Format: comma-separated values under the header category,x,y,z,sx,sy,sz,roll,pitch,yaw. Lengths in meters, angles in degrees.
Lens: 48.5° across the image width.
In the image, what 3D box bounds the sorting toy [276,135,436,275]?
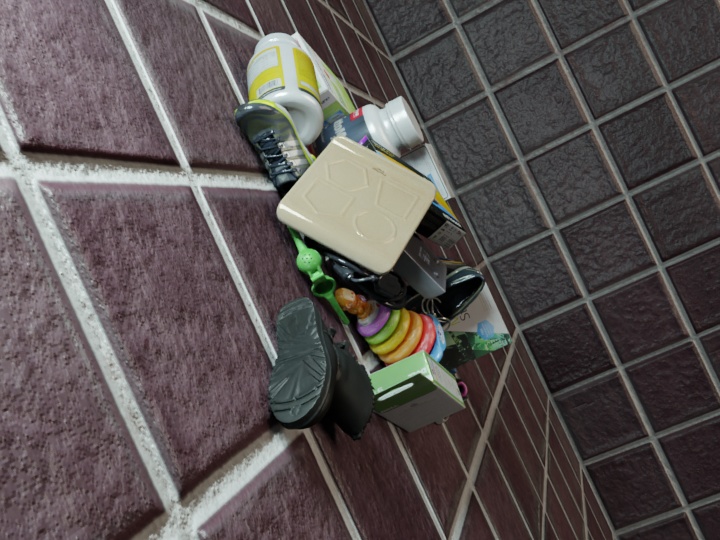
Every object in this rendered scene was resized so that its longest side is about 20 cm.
category,x,y,z,sx,sy,sz,roll,pitch,yaw
sorting toy,-0.003,-0.097,1.179,0.184,0.037,0.200,28,50,5

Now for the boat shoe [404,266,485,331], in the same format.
category,x,y,z,sx,sy,sz,roll,pitch,yaw
boat shoe,0.135,0.069,1.402,0.075,0.199,0.062,57,-3,-12

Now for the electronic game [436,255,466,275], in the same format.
category,x,y,z,sx,sy,sz,roll,pitch,yaw
electronic game,0.099,-0.023,1.494,0.200,0.199,0.042,-9,109,-75

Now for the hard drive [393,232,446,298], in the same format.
category,x,y,z,sx,sy,sz,roll,pitch,yaw
hard drive,0.060,-0.046,1.289,0.200,0.042,0.135,46,18,-9

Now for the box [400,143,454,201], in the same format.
category,x,y,z,sx,sy,sz,roll,pitch,yaw
box,0.064,-0.146,1.514,0.117,0.199,0.060,66,16,-2

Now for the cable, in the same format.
category,x,y,z,sx,sy,sz,roll,pitch,yaw
cable,-0.005,-0.001,1.217,0.163,0.051,0.200,32,5,28

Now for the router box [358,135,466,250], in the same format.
category,x,y,z,sx,sy,sz,roll,pitch,yaw
router box,0.081,-0.129,1.353,0.200,0.051,0.150,25,28,-49

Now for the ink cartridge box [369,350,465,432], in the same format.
category,x,y,z,sx,sy,sz,roll,pitch,yaw
ink cartridge box,0.074,0.178,1.204,0.200,0.103,0.060,42,26,-55

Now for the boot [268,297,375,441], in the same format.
category,x,y,z,sx,sy,sz,roll,pitch,yaw
boot,-0.039,0.143,0.946,0.163,0.073,0.199,58,15,-36

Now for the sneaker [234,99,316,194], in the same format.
category,x,y,z,sx,sy,sz,roll,pitch,yaw
sneaker,-0.117,-0.171,1.187,0.200,0.074,0.081,48,26,-43

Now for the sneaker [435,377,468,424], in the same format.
category,x,y,z,sx,sy,sz,roll,pitch,yaw
sneaker,0.159,0.231,1.448,0.081,0.086,0.200,69,14,9

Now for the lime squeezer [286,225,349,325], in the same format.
category,x,y,z,sx,sy,sz,roll,pitch,yaw
lime squeezer,-0.067,0.006,1.159,0.201,0.038,0.071,60,-16,-15

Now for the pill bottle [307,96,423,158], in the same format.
category,x,y,z,sx,sy,sz,roll,pitch,yaw
pill bottle,0.006,-0.228,1.445,0.120,0.199,0.120,57,16,-26

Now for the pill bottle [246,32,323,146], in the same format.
category,x,y,z,sx,sy,sz,roll,pitch,yaw
pill bottle,-0.123,-0.290,1.271,0.112,0.112,0.201,50,21,-43

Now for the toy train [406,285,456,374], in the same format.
category,x,y,z,sx,sy,sz,roll,pitch,yaw
toy train,0.142,0.107,1.536,0.087,0.114,0.201,36,31,-60

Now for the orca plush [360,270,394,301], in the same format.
category,x,y,z,sx,sy,sz,roll,pitch,yaw
orca plush,0.000,0.000,1.373,0.200,0.071,0.106,41,71,-48

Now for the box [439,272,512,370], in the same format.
category,x,y,z,sx,sy,sz,roll,pitch,yaw
box,0.161,0.105,1.465,0.145,0.199,0.036,66,-14,8

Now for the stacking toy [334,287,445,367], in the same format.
category,x,y,z,sx,sy,sz,roll,pitch,yaw
stacking toy,0.033,0.084,1.271,0.200,0.110,0.116,38,25,-29

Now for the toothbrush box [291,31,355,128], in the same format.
category,x,y,z,sx,sy,sz,roll,pitch,yaw
toothbrush box,-0.082,-0.326,1.506,0.146,0.086,0.200,64,14,24
